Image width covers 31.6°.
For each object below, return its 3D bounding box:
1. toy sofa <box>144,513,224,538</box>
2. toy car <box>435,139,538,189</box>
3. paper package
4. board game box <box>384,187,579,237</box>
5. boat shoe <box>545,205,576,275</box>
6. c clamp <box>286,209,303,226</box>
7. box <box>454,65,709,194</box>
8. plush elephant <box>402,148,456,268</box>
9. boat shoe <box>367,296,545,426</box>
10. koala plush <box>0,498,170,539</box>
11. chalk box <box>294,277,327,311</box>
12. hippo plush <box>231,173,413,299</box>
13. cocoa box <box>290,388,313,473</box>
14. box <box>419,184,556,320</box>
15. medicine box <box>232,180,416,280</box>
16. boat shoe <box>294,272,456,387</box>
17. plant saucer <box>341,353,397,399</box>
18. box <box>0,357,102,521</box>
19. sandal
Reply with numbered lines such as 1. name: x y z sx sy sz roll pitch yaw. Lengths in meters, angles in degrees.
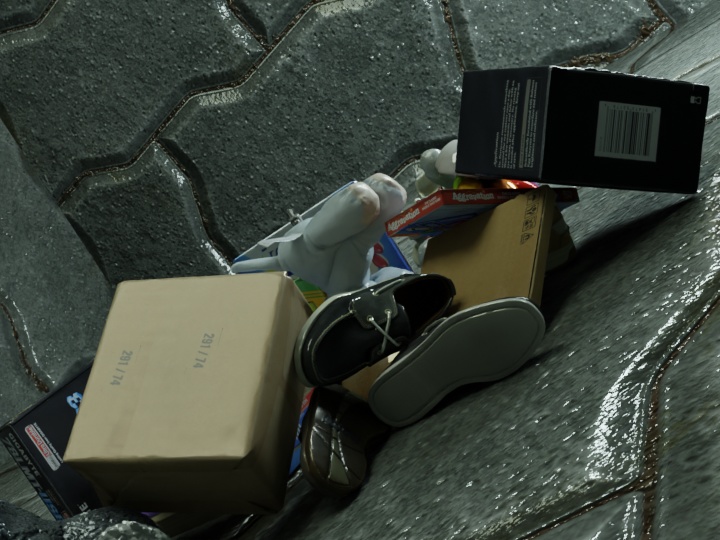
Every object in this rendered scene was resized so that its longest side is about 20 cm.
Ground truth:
1. toy sofa: -0.187 0.216 1.261 0.097 0.084 0.199 14 -33 -44
2. toy car: 0.165 -0.070 1.576 0.147 0.178 0.200 2 8 1
3. paper package: -0.151 0.111 1.167 0.188 0.104 0.202 -3 54 17
4. board game box: 0.133 -0.063 1.381 0.198 0.020 0.103 -3 -17 -37
5. boat shoe: 0.134 -0.015 1.389 0.198 0.077 0.072 -24 19 -4
6. c clamp: -0.029 0.014 1.585 0.027 0.201 0.171 -32 10 3
7. box: 0.232 -0.149 1.360 0.194 0.119 0.200 3 6 -22
8. plush elephant: 0.109 -0.074 1.795 0.198 0.167 0.154 1 -6 -45
9. boat shoe: 0.090 0.075 1.160 0.200 0.074 0.060 -40 6 33
10. koala plush: -0.257 0.265 1.114 0.197 0.186 0.177 -14 -10 -9
11. chalk box: -0.109 0.109 1.576 0.199 0.125 0.124 -34 -4 -3
12. hippo plush: 0.000 0.000 1.410 0.199 0.162 0.159 -29 -4 -38
13. cocoa box: -0.143 0.164 1.373 0.199 0.132 0.133 -28 8 39
14. box: 0.116 0.016 1.273 0.162 0.021 0.202 -25 35 37
15. medicine box: -0.038 0.012 1.699 0.199 0.183 0.103 -33 -3 2
16. boat shoe: 0.014 0.051 1.205 0.067 0.073 0.199 -5 16 44
17. plant saucer: 0.051 0.081 1.448 0.199 0.036 0.200 -33 7 4
18. box: -0.280 0.206 1.452 0.049 0.201 0.198 -29 7 46
19. sandal: -0.023 0.159 1.159 0.055 0.081 0.200 -54 7 19
